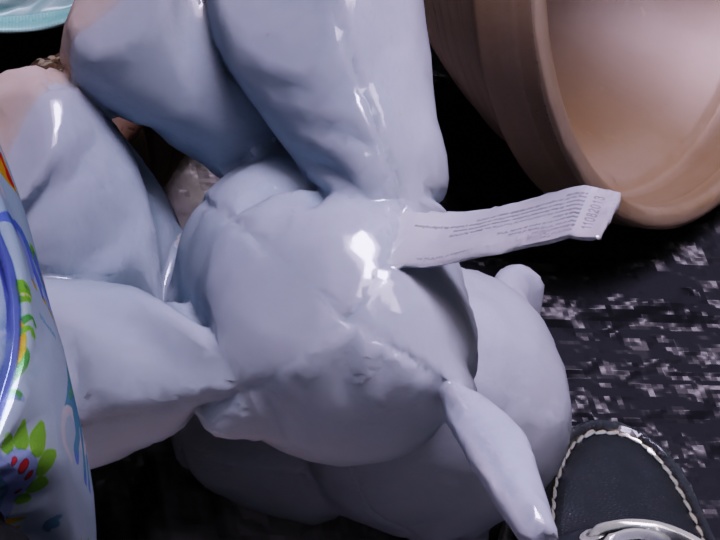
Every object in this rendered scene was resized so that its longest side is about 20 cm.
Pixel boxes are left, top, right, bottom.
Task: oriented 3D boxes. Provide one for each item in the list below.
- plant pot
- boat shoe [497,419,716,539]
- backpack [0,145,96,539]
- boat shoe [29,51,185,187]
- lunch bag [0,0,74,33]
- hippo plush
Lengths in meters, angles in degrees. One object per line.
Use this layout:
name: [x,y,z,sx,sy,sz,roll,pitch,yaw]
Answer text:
plant pot: [0.074,-0.118,0.933,0.093,0.201,0.201,10,32,34]
boat shoe: [0.079,0.104,0.752,0.076,0.060,0.200,5,40,-11]
backpack: [-0.125,0.025,0.610,0.154,0.163,0.200,-33,58,-18]
boat shoe: [-0.109,-0.035,0.842,0.075,0.075,0.202,30,41,8]
lunch bag: [-0.144,-0.159,0.931,0.200,0.122,0.170,10,23,-7]
hippo plush: [0.000,0.000,0.753,0.200,0.161,0.159,5,77,26]
